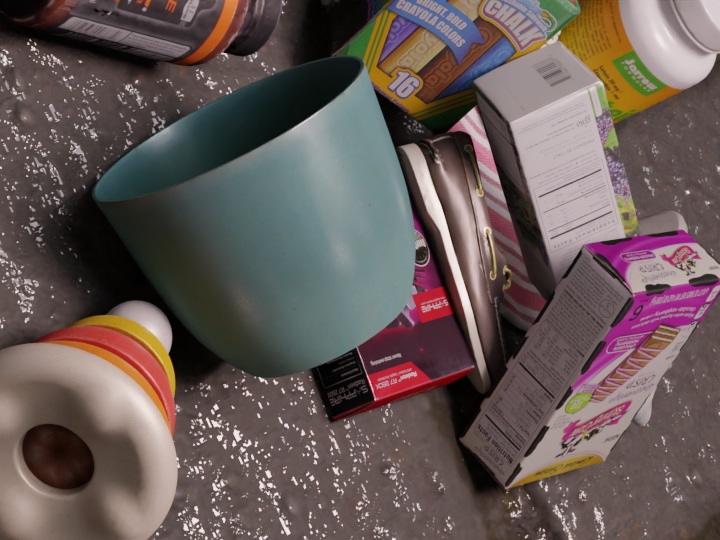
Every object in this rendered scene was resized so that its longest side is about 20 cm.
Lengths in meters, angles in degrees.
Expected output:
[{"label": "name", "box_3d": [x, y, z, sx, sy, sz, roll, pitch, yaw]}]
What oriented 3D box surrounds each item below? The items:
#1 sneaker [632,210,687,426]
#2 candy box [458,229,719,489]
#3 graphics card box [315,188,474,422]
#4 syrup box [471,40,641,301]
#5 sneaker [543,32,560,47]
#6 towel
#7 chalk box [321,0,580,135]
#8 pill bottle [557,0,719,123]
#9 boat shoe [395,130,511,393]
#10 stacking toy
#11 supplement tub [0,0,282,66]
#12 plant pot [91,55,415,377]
[{"label": "sneaker", "box_3d": [0.241, 0.041, 1.805, 0.089, 0.075, 0.200, 52, 46, -34]}, {"label": "candy box", "box_3d": [0.178, 0.067, 1.612, 0.136, 0.200, 0.061, -9, 48, -48]}, {"label": "graphics card box", "box_3d": [0.000, 0.000, 1.569, 0.125, 0.051, 0.200, -14, 81, -49]}, {"label": "syrup box", "box_3d": [0.157, -0.064, 1.634, 0.079, 0.081, 0.200, -124, -169, -55]}, {"label": "sneaker", "box_3d": [0.141, -0.211, 1.742, 0.073, 0.085, 0.201, -2, 84, -50]}, {"label": "towel", "box_3d": [0.117, -0.057, 1.739, 0.146, 0.030, 0.200, 31, 51, -33]}, {"label": "chalk box", "box_3d": [0.081, -0.228, 1.632, 0.124, 0.200, 0.125, 34, 29, -31]}, {"label": "pill bottle", "box_3d": [0.230, -0.193, 1.794, 0.111, 0.200, 0.111, 23, 55, -38]}, {"label": "boat shoe", "box_3d": [0.083, -0.007, 1.623, 0.059, 0.072, 0.200, -19, 94, -16]}, {"label": "stacking toy", "box_3d": [-0.162, 0.078, 1.326, 0.146, 0.146, 0.200, 55, 23, -12]}, {"label": "supplement tub", "box_3d": [-0.149, -0.202, 1.465, 0.200, 0.107, 0.107, 9, 65, -44]}, {"label": "plant pot", "box_3d": [-0.055, -0.027, 1.422, 0.201, 0.200, 0.161, -46, 116, -48]}]
